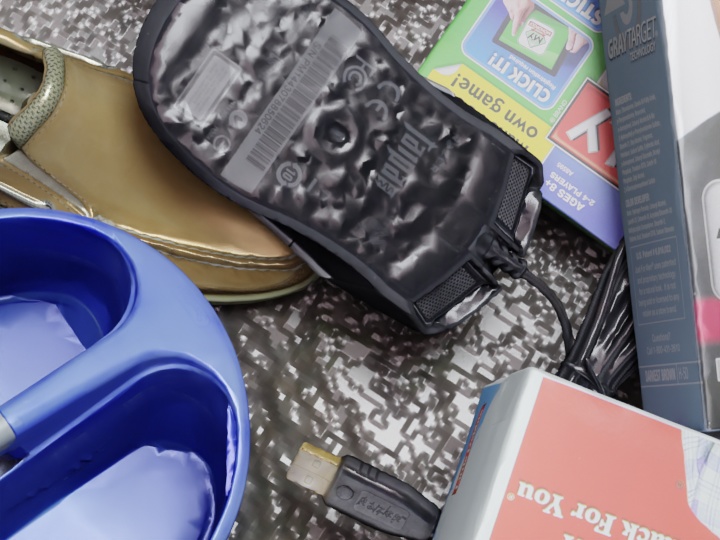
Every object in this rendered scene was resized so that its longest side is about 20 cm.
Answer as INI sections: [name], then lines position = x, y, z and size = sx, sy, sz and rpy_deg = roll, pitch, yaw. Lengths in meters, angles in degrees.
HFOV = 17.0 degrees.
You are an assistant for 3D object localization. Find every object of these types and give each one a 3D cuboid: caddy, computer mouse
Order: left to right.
[caddy]
position = -0.127, 0.072, 0.746
size = 0.200, 0.105, 0.142
rpy_deg = -37, 79, -12
[computer mouse]
position = 0.000, 0.000, 0.776
size = 0.199, 0.046, 0.141
rpy_deg = 30, 86, -9

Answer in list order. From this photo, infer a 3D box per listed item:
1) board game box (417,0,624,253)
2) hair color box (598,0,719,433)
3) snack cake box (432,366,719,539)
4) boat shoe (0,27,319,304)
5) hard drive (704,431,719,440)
[board game box]
position = 0.132, -0.054, 0.805
size = 0.199, 0.029, 0.135
rpy_deg = 35, 90, 3
[hair color box]
position = 0.132, -0.054, 0.750
size = 0.098, 0.061, 0.202
rpy_deg = -5, 87, -12
[snack cake box]
position = 0.116, 0.119, 0.726
size = 0.199, 0.067, 0.116
rpy_deg = 22, 79, -6
[boat shoe]
position = -0.100, -0.043, 0.794
size = 0.199, 0.076, 0.072
rpy_deg = 16, 72, -1
[hard drive]
position = 0.123, 0.147, 0.782
size = 0.139, 0.033, 0.201
rpy_deg = 35, 76, 5
